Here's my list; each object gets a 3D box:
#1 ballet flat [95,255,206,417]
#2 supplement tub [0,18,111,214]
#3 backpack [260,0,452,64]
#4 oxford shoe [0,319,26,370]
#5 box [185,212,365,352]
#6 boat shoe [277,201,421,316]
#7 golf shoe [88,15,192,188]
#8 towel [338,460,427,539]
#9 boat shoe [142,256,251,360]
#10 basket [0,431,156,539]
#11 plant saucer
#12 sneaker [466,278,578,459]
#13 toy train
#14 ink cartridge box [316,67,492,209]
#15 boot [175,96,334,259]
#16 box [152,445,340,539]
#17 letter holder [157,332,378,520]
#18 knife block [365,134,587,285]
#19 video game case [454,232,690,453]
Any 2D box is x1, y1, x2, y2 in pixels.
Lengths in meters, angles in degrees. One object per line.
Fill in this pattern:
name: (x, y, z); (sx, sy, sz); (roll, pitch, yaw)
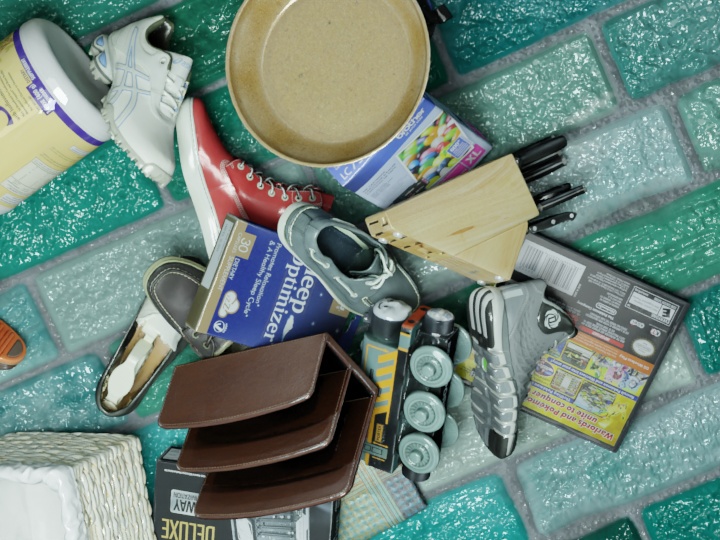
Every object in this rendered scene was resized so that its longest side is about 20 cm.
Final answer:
ballet flat: (-0.223, 0.078, 1.622); (0.068, 0.068, 0.200); (30, 101, 0)
supplement tub: (-0.364, -0.148, 1.553); (0.200, 0.145, 0.146); (-34, 96, 9)
backpack: (-0.035, -0.219, 1.512); (0.199, 0.154, 0.191); (30, 93, 5)
oxford shoe: (-0.461, 0.076, 1.650); (0.199, 0.071, 0.073); (18, 121, 5)
box: (-0.071, 0.028, 1.561); (0.199, 0.032, 0.122); (19, 94, -35)
boat shoe: (0.000, 0.000, 1.539); (0.200, 0.062, 0.073); (38, 80, -36)
golf shoe: (-0.210, -0.179, 1.522); (0.097, 0.078, 0.201); (-30, 58, 14)
towel: (-0.046, 0.244, 1.664); (0.199, 0.022, 0.147); (-28, 97, 8)
boat shoe: (-0.145, 0.061, 1.581); (0.073, 0.065, 0.200); (-46, 120, 2)
basket: (-0.332, 0.278, 1.594); (0.199, 0.161, 0.199); (-3, 101, 27)
plant saucer: (-0.028, -0.195, 1.414); (0.199, 0.035, 0.201); (0, 89, 16)
sneaker: (0.177, 0.098, 1.570); (0.115, 0.075, 0.201); (-17, 121, -20)
toy train: (0.046, 0.123, 1.565); (0.114, 0.085, 0.201); (16, 119, 18)
ink cartridge box: (0.044, -0.119, 1.506); (0.119, 0.200, 0.042); (-46, 59, 11)
boot: (-0.107, -0.099, 1.582); (0.144, 0.072, 0.201); (-15, 107, 7)
box: (-0.124, 0.284, 1.637); (0.199, 0.050, 0.158); (8, 106, 10)
letter holder: (-0.102, 0.163, 1.517); (0.199, 0.143, 0.101); (-14, 134, 32)
knife block: (0.125, -0.083, 1.532); (0.199, 0.064, 0.176); (22, 77, -15)
video game case: (0.220, 0.073, 1.609); (0.199, 0.026, 0.181); (24, 101, -1)
